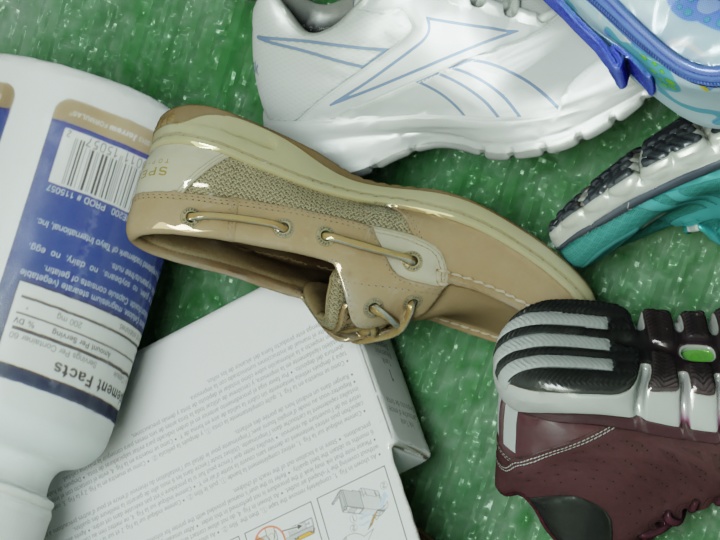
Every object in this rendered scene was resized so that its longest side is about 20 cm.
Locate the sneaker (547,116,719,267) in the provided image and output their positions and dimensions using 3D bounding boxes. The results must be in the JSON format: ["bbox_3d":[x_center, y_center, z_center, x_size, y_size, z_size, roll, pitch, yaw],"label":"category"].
[{"bbox_3d":[0.170,-0.033,0.965,0.199,0.078,0.080,-17,99,20],"label":"sneaker"}]

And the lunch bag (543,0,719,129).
[{"bbox_3d":[0.123,-0.163,0.931,0.161,0.082,0.200,-43,69,0],"label":"lunch bag"}]

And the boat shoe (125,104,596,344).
[{"bbox_3d":[0.000,0.000,0.990,0.199,0.071,0.065,21,65,-7],"label":"boat shoe"}]

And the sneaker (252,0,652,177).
[{"bbox_3d":[0.041,-0.092,0.991,0.199,0.075,0.088,-8,111,18],"label":"sneaker"}]

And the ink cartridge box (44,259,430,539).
[{"bbox_3d":[-0.062,0.115,1.044,0.199,0.045,0.177,-27,67,20],"label":"ink cartridge box"}]

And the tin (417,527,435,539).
[{"bbox_3d":[-0.041,0.182,1.075,0.199,0.042,0.113,-28,82,19],"label":"tin"}]

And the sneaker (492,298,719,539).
[{"bbox_3d":[0.148,0.076,0.993,0.198,0.076,0.116,8,129,0],"label":"sneaker"}]

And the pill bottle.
[{"bbox_3d":[-0.148,0.018,1.027,0.110,0.111,0.201,13,79,17],"label":"pill bottle"}]
